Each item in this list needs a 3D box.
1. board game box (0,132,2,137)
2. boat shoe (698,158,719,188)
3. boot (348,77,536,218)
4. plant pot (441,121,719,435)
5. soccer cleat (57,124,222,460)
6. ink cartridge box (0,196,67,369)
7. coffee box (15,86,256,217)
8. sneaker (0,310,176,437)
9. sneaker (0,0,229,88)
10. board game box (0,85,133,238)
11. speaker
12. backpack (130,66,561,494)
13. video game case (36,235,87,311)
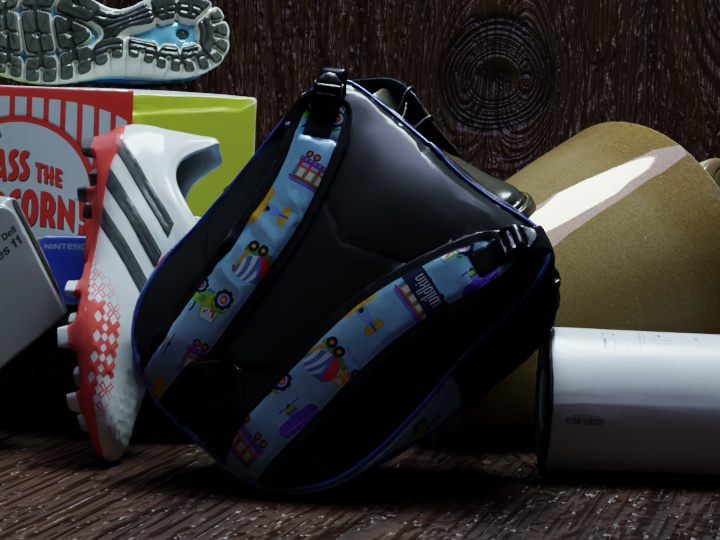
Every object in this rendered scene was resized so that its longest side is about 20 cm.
[{"bbox_3d":[-0.305,-0.095,1.306,0.135,0.035,0.200,-28,28,-8],"label":"board game box"},{"bbox_3d":[0.243,0.017,1.392,0.063,0.200,0.073,-2,34,41],"label":"boat shoe"},{"bbox_3d":[0.025,-0.062,1.275,0.075,0.097,0.200,-39,20,-20],"label":"boot"},{"bbox_3d":[0.108,0.023,1.321,0.200,0.187,0.186,-21,18,-35],"label":"plant pot"},{"bbox_3d":[-0.118,0.008,1.186,0.085,0.201,0.069,0,-26,4],"label":"soccer cleat"},{"bbox_3d":[-0.286,0.022,1.214,0.200,0.083,0.147,8,41,47],"label":"ink cartridge box"},{"bbox_3d":[-0.197,-0.034,1.563,0.199,0.200,0.198,1,5,-17],"label":"coffee box"},{"bbox_3d":[-0.175,0.055,1.276,0.199,0.074,0.082,4,6,17],"label":"sneaker"},{"bbox_3d":[-0.201,-0.162,1.604,0.199,0.079,0.090,4,-15,-9],"label":"sneaker"},{"bbox_3d":[-0.230,-0.024,1.425,0.151,0.201,0.046,1,2,-10],"label":"board game box"},{"bbox_3d":[0.200,0.075,1.182,0.199,0.082,0.081,2,5,-2],"label":"speaker"},{"bbox_3d":[-0.012,0.026,1.136,0.182,0.200,0.135,39,-8,19],"label":"backpack"},{"bbox_3d":[-0.092,0.006,1.320,0.199,0.046,0.181,1,-5,-1],"label":"video game case"}]
